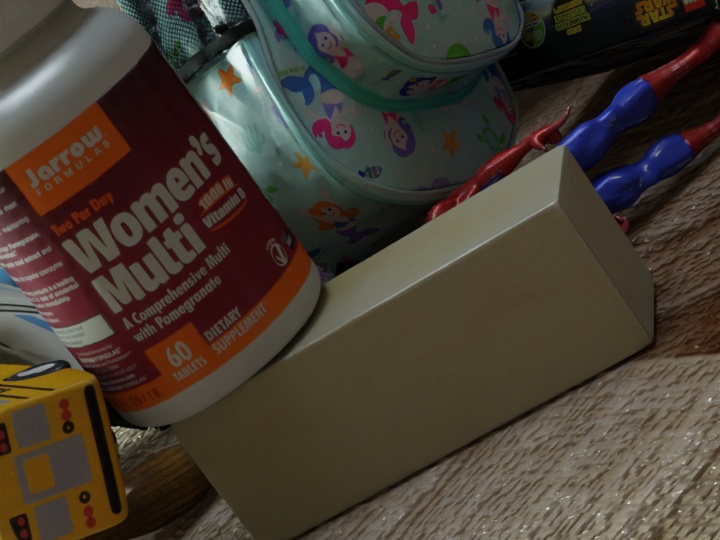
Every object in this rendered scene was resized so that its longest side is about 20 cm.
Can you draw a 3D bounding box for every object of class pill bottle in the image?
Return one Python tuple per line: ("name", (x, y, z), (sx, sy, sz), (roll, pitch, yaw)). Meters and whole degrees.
("pill bottle", (-0.113, -0.041, 0.935), (0.109, 0.200, 0.110), (-33, 17, 12))

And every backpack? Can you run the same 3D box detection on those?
("backpack", (-0.013, -0.110, 1.058), (0.150, 0.201, 0.177), (-29, -11, 40))

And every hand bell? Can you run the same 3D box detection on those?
("hand bell", (-0.135, 0.129, 1.020), (0.200, 0.105, 0.104), (-34, 13, -36))

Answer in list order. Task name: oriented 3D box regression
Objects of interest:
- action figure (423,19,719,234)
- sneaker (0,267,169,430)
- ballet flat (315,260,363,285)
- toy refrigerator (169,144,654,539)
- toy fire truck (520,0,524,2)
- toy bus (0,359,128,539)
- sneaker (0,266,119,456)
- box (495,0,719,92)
("action figure", (0.096, -0.038, 1.010), (0.199, 0.066, 0.052), (-35, 8, 0))
("sneaker", (-0.145, 0.031, 1.092), (0.072, 0.199, 0.073), (140, 147, -70))
("ballet flat", (0.000, 0.000, 1.117), (0.071, 0.069, 0.200), (-9, 31, 20))
("toy refrigerator", (0.023, 0.034, 0.946), (0.199, 0.076, 0.070), (-31, 17, 20))
("toy fire truck", (0.047, -0.178, 1.306), (0.199, 0.167, 0.113), (8, 81, 55))
("toy bus", (-0.174, 0.080, 0.975), (0.078, 0.066, 0.199), (-19, 10, -34))
("sneaker", (-0.205, 0.044, 1.138), (0.075, 0.200, 0.076), (-47, -13, 32))
("box", (0.146, -0.132, 1.113), (0.136, 0.040, 0.199), (-16, 0, -39))
